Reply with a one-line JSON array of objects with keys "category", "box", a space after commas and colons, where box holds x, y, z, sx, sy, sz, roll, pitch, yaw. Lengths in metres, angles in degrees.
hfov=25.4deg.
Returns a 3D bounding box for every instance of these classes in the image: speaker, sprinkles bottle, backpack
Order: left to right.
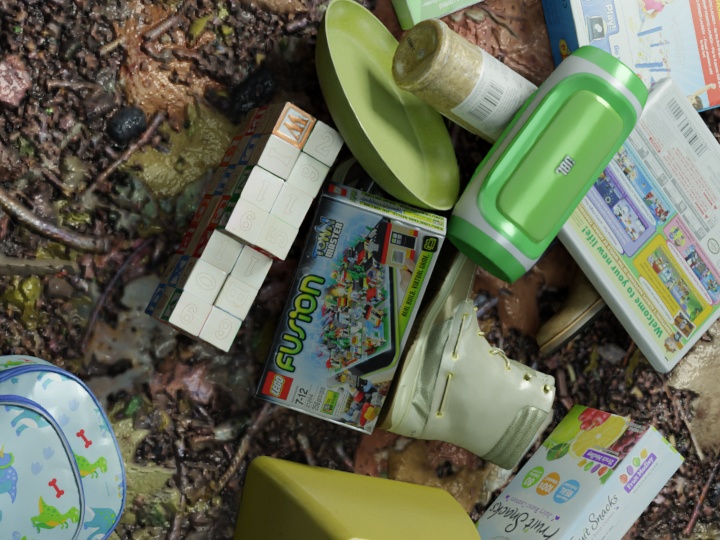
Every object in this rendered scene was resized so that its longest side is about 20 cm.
[{"category": "backpack", "box": [-0.287, 0.165, 1.245, 0.199, 0.147, 0.184, -21, 101, -27]}, {"category": "sprinkles bottle", "box": [0.118, -0.147, 1.402, 0.199, 0.068, 0.069, 28, 82, -36]}, {"category": "speaker", "box": [0.158, -0.091, 1.354, 0.088, 0.088, 0.201, 38, 85, -18]}]

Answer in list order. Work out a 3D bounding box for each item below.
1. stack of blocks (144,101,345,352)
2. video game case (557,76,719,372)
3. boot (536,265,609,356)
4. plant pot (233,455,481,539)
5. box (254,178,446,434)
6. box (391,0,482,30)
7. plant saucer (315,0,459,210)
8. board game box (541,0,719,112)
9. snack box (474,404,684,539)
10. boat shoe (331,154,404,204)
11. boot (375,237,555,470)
[{"category": "stack of blocks", "box": [-0.098, -0.036, 1.327, 0.058, 0.115, 0.201, 29, 83, -19]}, {"category": "video game case", "box": [0.276, -0.042, 1.450, 0.182, 0.022, 0.200, -44, 106, -19]}, {"category": "boot", "box": [0.218, -0.005, 1.483, 0.075, 0.074, 0.200, 42, 74, 3]}, {"category": "plant pot", "box": [0.003, 0.284, 1.347, 0.198, 0.176, 0.202, 13, 89, -20]}, {"category": "box", "box": [-0.010, 0.033, 1.345, 0.109, 0.035, 0.201, 17, 115, -4]}, {"category": "box", "box": [0.070, -0.332, 1.420, 0.143, 0.036, 0.201, -23, 99, -18]}, {"category": "plant saucer", "box": [0.018, -0.135, 1.350, 0.031, 0.200, 0.201, -28, 106, 22]}, {"category": "board game box", "box": [0.271, -0.241, 1.488, 0.194, 0.056, 0.202, -15, 98, -20]}, {"category": "snack box", "box": [0.179, 0.217, 1.428, 0.053, 0.142, 0.200, 45, 78, -16]}, {"category": "boat shoe", "box": [0.001, -0.001, 1.391, 0.071, 0.066, 0.203, 5, 91, -23]}, {"category": "boot", "box": [0.109, 0.068, 1.434, 0.154, 0.072, 0.201, 21, 90, -20]}]
